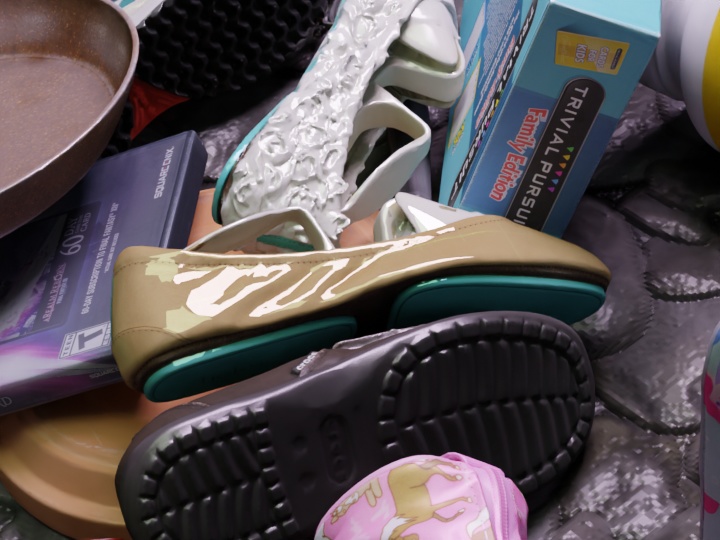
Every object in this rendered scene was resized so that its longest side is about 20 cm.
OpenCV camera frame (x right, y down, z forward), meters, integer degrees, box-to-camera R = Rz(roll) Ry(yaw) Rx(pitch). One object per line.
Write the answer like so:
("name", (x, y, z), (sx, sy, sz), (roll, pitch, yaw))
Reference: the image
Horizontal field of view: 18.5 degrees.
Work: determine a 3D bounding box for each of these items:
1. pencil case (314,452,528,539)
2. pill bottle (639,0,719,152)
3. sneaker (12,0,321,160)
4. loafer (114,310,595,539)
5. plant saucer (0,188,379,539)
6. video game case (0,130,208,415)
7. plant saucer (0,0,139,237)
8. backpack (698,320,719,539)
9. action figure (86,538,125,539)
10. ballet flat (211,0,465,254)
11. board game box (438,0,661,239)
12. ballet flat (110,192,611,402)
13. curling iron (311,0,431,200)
("pencil case", (0.040, 0.148, 0.712), (0.086, 0.083, 0.201), (-19, 40, -3))
("pill bottle", (0.203, -0.083, 0.893), (0.112, 0.113, 0.199), (-38, 45, -24))
("sneaker", (-0.113, -0.110, 1.045), (0.199, 0.071, 0.093), (-37, 45, -10))
("loafer", (-0.005, 0.055, 0.814), (0.198, 0.074, 0.071), (-10, 10, -27))
("plant saucer", (-0.064, 0.030, 0.914), (0.198, 0.033, 0.201), (-8, 41, 7))
("video game case", (-0.164, 0.016, 0.934), (0.198, 0.019, 0.143), (-16, 36, 18))
("plant saucer", (-0.184, -0.056, 0.940), (0.198, 0.035, 0.201), (-13, 34, 9))
("backpack", (0.204, 0.058, 0.691), (0.199, 0.179, 0.150), (-31, 48, -23))
("action figure", (-0.055, 0.169, 0.734), (0.051, 0.066, 0.200), (-8, 33, -32))
("ballet flat", (0.007, -0.072, 0.943), (0.071, 0.072, 0.201), (11, 51, 27))
("board game box", (0.081, -0.109, 0.931), (0.046, 0.152, 0.201), (16, 44, -7))
("ballet flat", (0.000, 0.000, 0.846), (0.198, 0.069, 0.064), (-9, 66, -18))
("curling iron", (0.011, -0.080, 1.016), (0.049, 0.026, 0.201), (-18, 40, 2))
